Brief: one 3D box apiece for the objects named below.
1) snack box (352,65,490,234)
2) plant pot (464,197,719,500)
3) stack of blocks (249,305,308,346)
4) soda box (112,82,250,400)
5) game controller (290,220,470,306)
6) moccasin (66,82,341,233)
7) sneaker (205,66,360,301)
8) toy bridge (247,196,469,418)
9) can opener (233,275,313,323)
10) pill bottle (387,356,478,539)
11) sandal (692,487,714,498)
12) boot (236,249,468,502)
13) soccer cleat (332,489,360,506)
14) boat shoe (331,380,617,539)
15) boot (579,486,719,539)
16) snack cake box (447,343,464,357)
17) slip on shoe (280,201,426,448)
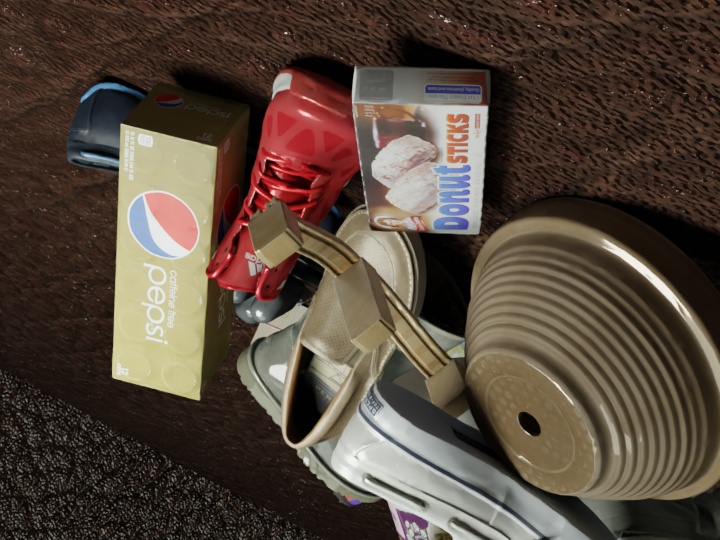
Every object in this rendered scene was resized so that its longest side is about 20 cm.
[{"bbox_3d":[0.036,-0.065,0.898,0.071,0.025,0.200,1,163,3],"label":"snack box"},{"bbox_3d":[0.129,0.066,0.935,0.200,0.092,0.202,32,141,30],"label":"plant pot"},{"bbox_3d":[-0.002,0.092,1.474,0.198,0.059,0.115,23,165,7],"label":"stack of blocks"},{"bbox_3d":[-0.120,-0.016,1.045,0.067,0.064,0.202,14,124,9],"label":"soda box"},{"bbox_3d":[0.000,0.000,1.214,0.199,0.042,0.104,29,150,-18],"label":"game controller"},{"bbox_3d":[-0.113,-0.058,1.107,0.198,0.069,0.080,25,165,-3],"label":"moccasin"},{"bbox_3d":[-0.042,-0.040,0.963,0.078,0.117,0.200,23,165,3],"label":"sneaker"},{"bbox_3d":[0.003,0.020,0.963,0.200,0.027,0.068,42,-163,-35],"label":"toy bridge"},{"bbox_3d":[-0.075,0.021,1.268,0.052,0.067,0.200,34,-178,2],"label":"can opener"},{"bbox_3d":[0.078,0.167,1.076,0.112,0.112,0.202,5,118,52],"label":"pill bottle"},{"bbox_3d":[0.211,0.174,1.141,0.078,0.207,0.060,4,128,27],"label":"sandal"},{"bbox_3d":[0.017,0.078,1.195,0.182,0.073,0.199,44,127,-15],"label":"boot"},{"bbox_3d":[0.003,0.121,1.380,0.072,0.068,0.202,1,115,14],"label":"soccer cleat"},{"bbox_3d":[0.066,0.152,0.969,0.201,0.086,0.075,31,-165,-22],"label":"boat shoe"},{"bbox_3d":[0.203,0.163,1.050,0.129,0.201,0.068,-19,136,2],"label":"boot"},{"bbox_3d":[0.108,0.106,1.238,0.067,0.116,0.199,31,164,-25],"label":"snack cake box"},{"bbox_3d":[-0.012,0.042,1.104,0.076,0.060,0.201,37,129,20],"label":"slip on shoe"}]
